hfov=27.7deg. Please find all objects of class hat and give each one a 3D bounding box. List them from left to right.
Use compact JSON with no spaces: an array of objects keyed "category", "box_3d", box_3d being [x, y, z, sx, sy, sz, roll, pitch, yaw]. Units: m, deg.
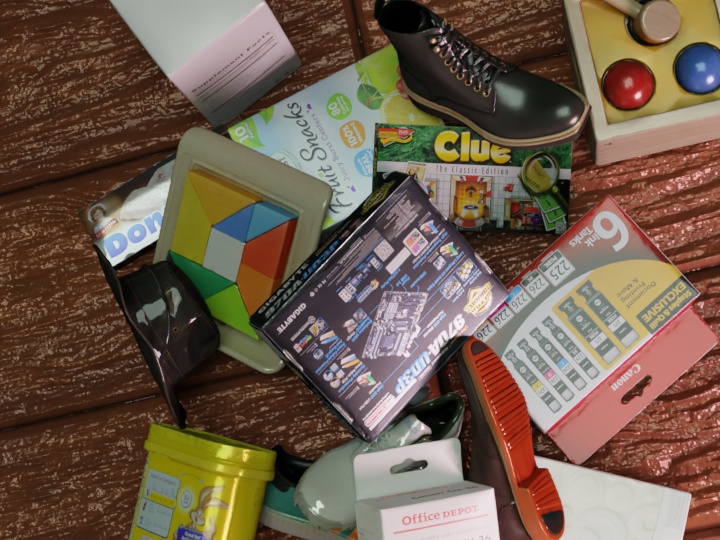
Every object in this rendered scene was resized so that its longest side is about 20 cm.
[{"category":"hat","box_3d":[-0.187,0.049,1.437,0.081,0.201,0.202,-27,78,-10]}]

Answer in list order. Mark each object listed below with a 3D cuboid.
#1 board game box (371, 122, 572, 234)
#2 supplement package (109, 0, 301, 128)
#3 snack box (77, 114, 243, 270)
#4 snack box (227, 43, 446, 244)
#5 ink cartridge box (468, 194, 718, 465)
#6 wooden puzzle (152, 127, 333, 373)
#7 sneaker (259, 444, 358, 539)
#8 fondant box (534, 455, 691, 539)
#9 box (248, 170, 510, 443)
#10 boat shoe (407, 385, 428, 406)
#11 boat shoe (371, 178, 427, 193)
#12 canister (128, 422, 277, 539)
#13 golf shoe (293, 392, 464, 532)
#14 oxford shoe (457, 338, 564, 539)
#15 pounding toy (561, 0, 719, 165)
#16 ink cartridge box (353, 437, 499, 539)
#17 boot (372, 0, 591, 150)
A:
[{"category":"board game box","box_3d":[0.111,-0.091,1.454,0.198,0.023,0.106,1,94,-8]},{"category":"supplement package","box_3d":[-0.155,-0.244,1.464,0.120,0.200,0.122,-37,77,1]},{"category":"snack box","box_3d":[-0.194,-0.081,1.534,0.199,0.024,0.072,-31,81,2]},{"category":"snack box","box_3d":[-0.015,-0.123,1.490,0.199,0.053,0.143,-27,78,-4]},{"category":"ink cartridge box","box_3d":[0.225,0.061,1.421,0.200,0.084,0.176,-42,79,0]},{"category":"wooden puzzle","box_3d":[-0.131,-0.021,1.460,0.184,0.037,0.201,25,107,26]},{"category":"sneaker","box_3d":[-0.008,0.224,1.425,0.198,0.071,0.081,11,110,11]},{"category":"fondant box","box_3d":[0.204,0.262,1.407,0.198,0.058,0.145,12,83,11]},{"category":"box","box_3d":[0.020,0.033,1.352,0.200,0.046,0.159,-46,112,-9]},{"category":"boat shoe","box_3d":[-0.018,0.078,1.469,0.200,0.072,0.071,42,97,22]},{"category":"boat shoe","box_3d":[0.002,0.000,1.397,0.074,0.065,0.203,34,85,-7]},{"category":"canister","box_3d":[-0.165,0.261,1.424,0.148,0.086,0.202,8,84,48]},{"category":"golf shoe","box_3d":[0.021,0.170,1.380,0.199,0.097,0.078,-29,66,-40]},{"category":"oxford shoe","box_3d":[0.121,0.164,1.362,0.072,0.071,0.201,-21,86,33]},{"category":"pounding toy","box_3d":[0.270,-0.226,1.429,0.183,0.142,0.202,-12,80,6]},{"category":"ink cartridge box","box_3d":[0.064,0.261,1.324,0.116,0.067,0.202,-8,91,-21]},{"category":"boot","box_3d":[0.108,-0.187,1.370,0.199,0.138,0.078,15,69,29]}]
